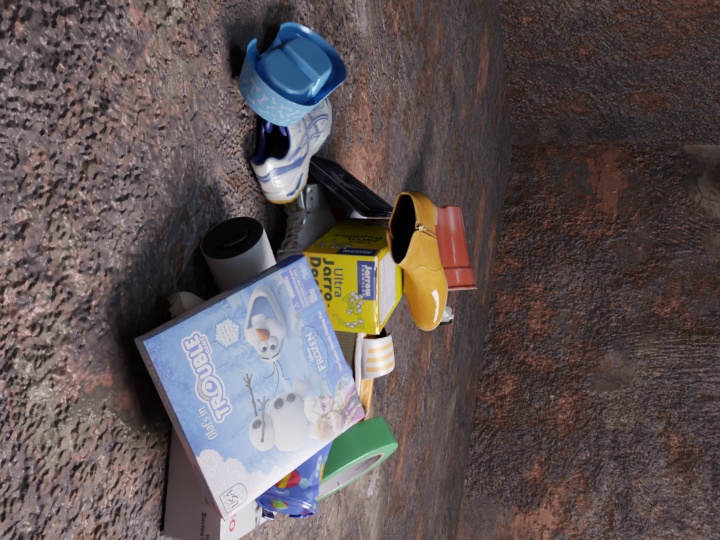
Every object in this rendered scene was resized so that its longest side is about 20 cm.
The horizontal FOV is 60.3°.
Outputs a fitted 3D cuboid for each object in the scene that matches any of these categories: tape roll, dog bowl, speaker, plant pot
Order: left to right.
[{"bbox_3d":[-0.133,0.034,0.786,0.082,0.079,0.204,-66,151,-43],"label":"speaker"},{"bbox_3d":[-0.091,-0.259,0.822,0.111,0.050,0.201,41,37,-8],"label":"dog bowl"},{"bbox_3d":[-0.036,0.300,0.957,0.049,0.198,0.200,58,9,21],"label":"tape roll"},{"bbox_3d":[0.180,-0.049,1.508,0.200,0.195,0.202,5,81,-70],"label":"plant pot"}]

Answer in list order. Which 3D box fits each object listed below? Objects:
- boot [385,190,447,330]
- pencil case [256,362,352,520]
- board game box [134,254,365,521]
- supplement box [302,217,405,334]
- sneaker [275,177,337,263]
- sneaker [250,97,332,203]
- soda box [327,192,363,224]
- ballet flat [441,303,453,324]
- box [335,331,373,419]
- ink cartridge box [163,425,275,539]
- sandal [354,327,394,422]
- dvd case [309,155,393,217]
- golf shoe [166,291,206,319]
[{"bbox_3d":[0.074,-0.008,0.879,0.143,0.069,0.208,-12,101,-67],"label":"boot"},{"bbox_3d":[-0.066,0.202,0.765,0.088,0.076,0.204,59,36,-45],"label":"pencil case"},{"bbox_3d":[-0.108,0.118,0.665,0.196,0.043,0.205,-29,105,-30],"label":"board game box"},{"bbox_3d":[0.000,0.000,0.911,0.200,0.106,0.112,-47,138,-66],"label":"supplement box"},{"bbox_3d":[-0.098,-0.059,0.899,0.202,0.072,0.118,-63,142,-51],"label":"sneaker"},{"bbox_3d":[-0.093,-0.197,0.860,0.089,0.073,0.205,60,38,-56],"label":"sneaker"},{"bbox_3d":[-0.047,-0.043,1.033,0.203,0.062,0.069,-68,153,-42],"label":"soda box"},{"bbox_3d":[0.247,0.128,1.874,0.199,0.066,0.070,24,72,-69],"label":"ballet flat"},{"bbox_3d":[-0.038,0.176,1.050,0.124,0.095,0.207,29,67,-68],"label":"box"},{"bbox_3d":[-0.149,0.233,0.772,0.199,0.082,0.151,10,83,-70],"label":"ink cartridge box"},{"bbox_3d":[0.026,0.153,0.971,0.079,0.058,0.213,-43,140,-63],"label":"sandal"},{"bbox_3d":[-0.020,-0.133,0.986,0.016,0.148,0.199,-52,168,13],"label":"dvd case"},{"bbox_3d":[-0.132,0.067,0.717,0.200,0.097,0.079,45,8,-44],"label":"golf shoe"}]
